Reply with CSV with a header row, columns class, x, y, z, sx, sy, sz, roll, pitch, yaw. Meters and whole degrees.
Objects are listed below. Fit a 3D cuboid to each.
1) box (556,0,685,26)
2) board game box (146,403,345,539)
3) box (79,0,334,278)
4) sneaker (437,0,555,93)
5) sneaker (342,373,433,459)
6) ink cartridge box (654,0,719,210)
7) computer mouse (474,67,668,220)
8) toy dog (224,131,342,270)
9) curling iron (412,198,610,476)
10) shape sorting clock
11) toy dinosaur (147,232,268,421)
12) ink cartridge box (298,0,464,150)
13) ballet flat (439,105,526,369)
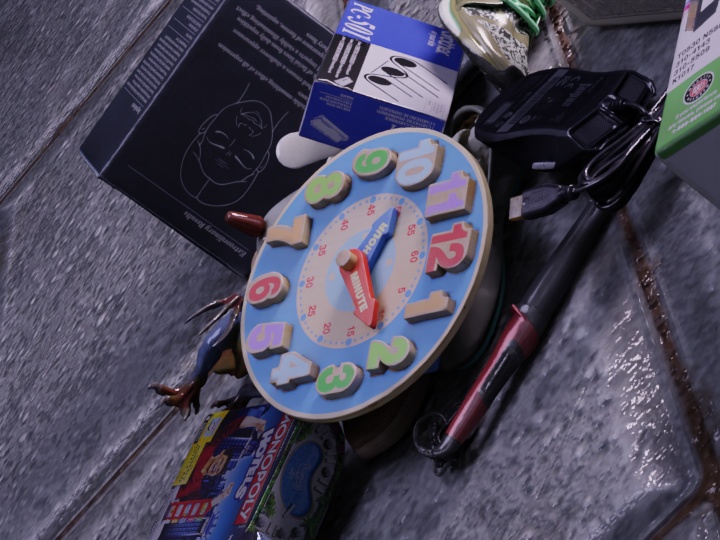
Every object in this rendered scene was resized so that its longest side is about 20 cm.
class,x,y,z,sx,sy,sz,roll,pitch,yaw
box,0.175,-0.235,1.562,0.109,0.128,0.200,-58,22,-10
board game box,-0.073,0.183,1.559,0.200,0.062,0.201,-12,49,60
box,-0.101,-0.124,1.954,0.200,0.148,0.107,-54,21,2
sneaker,0.108,-0.195,1.733,0.088,0.077,0.201,-36,29,22
sneaker,0.004,0.033,1.601,0.070,0.075,0.201,-38,27,36
ink cartridge box,0.247,-0.141,1.331,0.145,0.084,0.201,-34,29,42
computer mouse,0.129,-0.070,1.515,0.141,0.046,0.199,-48,25,-26
toy dog,-0.033,-0.067,1.796,0.132,0.096,0.201,-32,31,44
curling iron,0.092,0.034,1.481,0.201,0.026,0.050,-57,24,-5
shape sorting clock,0.000,0.000,1.540,0.199,0.039,0.201,-21,51,29
toy dinosaur,-0.070,0.026,1.700,0.182,0.105,0.200,-56,19,17
ink cartridge box,0.018,-0.129,1.717,0.200,0.093,0.044,-72,-1,-68
ballet flat,0.061,-0.025,1.583,0.067,0.064,0.201,-34,30,42
